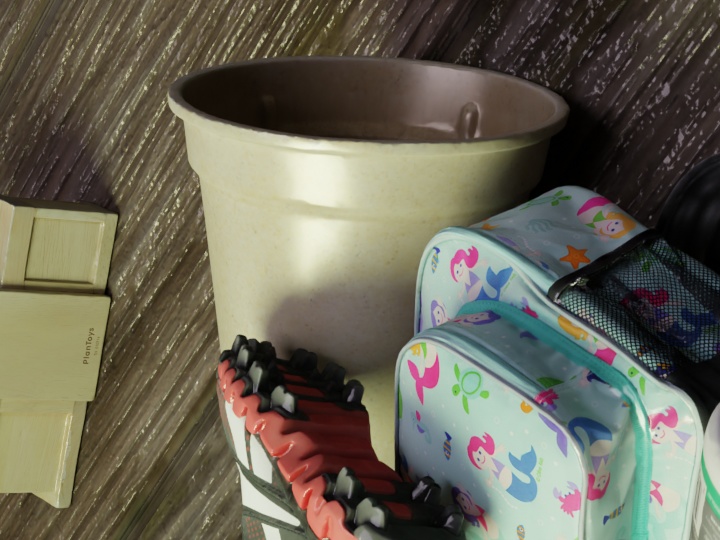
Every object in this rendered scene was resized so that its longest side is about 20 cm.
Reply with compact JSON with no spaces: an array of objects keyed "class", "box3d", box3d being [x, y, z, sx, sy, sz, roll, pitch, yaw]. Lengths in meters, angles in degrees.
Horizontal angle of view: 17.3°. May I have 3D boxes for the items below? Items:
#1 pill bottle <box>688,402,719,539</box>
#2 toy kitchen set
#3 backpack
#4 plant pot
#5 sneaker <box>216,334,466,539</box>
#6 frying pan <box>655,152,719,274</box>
[{"class":"pill bottle","box3d":[0.186,0.147,0.964,0.113,0.113,0.200,44,144,43]},{"class":"toy kitchen set","box3d":[-0.286,0.037,1.556,0.180,0.163,0.200,21,103,50]},{"class":"backpack","box3d":[0.098,0.065,1.066,0.200,0.150,0.178,47,147,43]},{"class":"plant pot","box3d":[0.000,0.000,1.201,0.200,0.200,0.184,23,115,50]},{"class":"sneaker","box3d":[-0.025,0.105,1.067,0.200,0.071,0.098,50,123,52]},{"class":"frying pan","box3d":[0.195,-0.025,1.063,0.190,0.031,0.115,-58,48,33]}]
